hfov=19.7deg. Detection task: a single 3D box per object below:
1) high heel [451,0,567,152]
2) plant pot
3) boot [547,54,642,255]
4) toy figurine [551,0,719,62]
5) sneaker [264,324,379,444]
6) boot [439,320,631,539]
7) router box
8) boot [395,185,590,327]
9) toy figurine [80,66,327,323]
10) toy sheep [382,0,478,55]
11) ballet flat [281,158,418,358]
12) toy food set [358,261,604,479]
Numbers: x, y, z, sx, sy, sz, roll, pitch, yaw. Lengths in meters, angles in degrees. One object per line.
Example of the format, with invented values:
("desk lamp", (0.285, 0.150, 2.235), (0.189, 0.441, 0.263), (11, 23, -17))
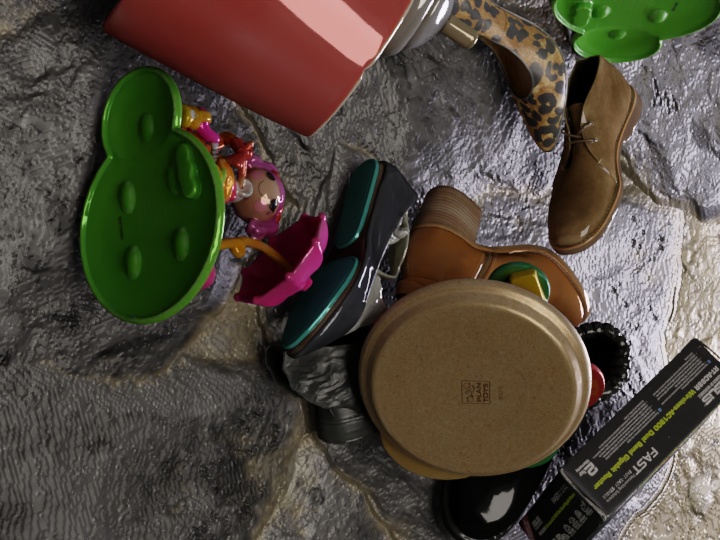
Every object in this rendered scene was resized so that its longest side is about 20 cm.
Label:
("high heel", (0.103, -0.185, 1.803), (0.142, 0.071, 0.201), (-20, 106, -25))
("plant pot", (-0.067, -0.208, 1.554), (0.177, 0.200, 0.201), (35, 74, -8))
("boot", (0.196, -0.106, 1.850), (0.076, 0.073, 0.201), (50, 45, -41))
("toy figurine", (0.243, -0.307, 1.851), (0.149, 0.200, 0.185), (4, 73, -3))
("sneaker", (0.014, 0.079, 1.771), (0.199, 0.060, 0.105), (-22, 113, -29))
("boot", (0.149, 0.142, 1.810), (0.079, 0.158, 0.212), (31, 77, -4))
("router box", (0.244, 0.168, 1.897), (0.062, 0.150, 0.200), (44, 64, 10))
("boot", (0.111, 0.037, 1.795), (0.200, 0.076, 0.156), (40, 48, -28))
("toy figurine", (-0.108, -0.047, 1.639), (0.184, 0.150, 0.201), (12, 64, -50))
("toy sheep", (0.013, -0.244, 1.684), (0.199, 0.138, 0.138), (29, 77, -5))
("ballet flat", (0.000, 0.000, 1.724), (0.073, 0.073, 0.201), (43, 56, -32))
("toy food set", (0.097, 0.089, 1.706), (0.049, 0.197, 0.201), (-79, 153, -59))
